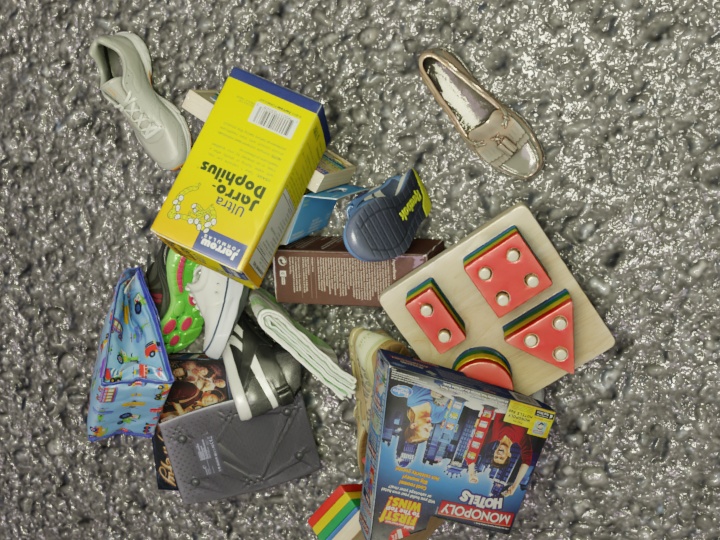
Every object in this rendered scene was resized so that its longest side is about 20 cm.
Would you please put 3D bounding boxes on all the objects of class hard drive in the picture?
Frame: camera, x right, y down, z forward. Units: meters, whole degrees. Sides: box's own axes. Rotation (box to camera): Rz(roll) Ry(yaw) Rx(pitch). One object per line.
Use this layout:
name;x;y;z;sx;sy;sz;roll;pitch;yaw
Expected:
hard drive;-0.163;0.237;1.213;0.199;0.042;0.135;-15;101;0

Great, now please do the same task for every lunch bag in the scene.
lunch bag;-0.322;0.105;1.191;0.151;0.094;0.201;120;143;-46

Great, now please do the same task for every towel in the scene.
towel;-0.075;0.079;1.088;0.031;0.200;0.149;-46;104;0

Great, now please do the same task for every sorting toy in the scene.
sorting toy;0.156;0.063;0.999;0.200;0.070;0.199;-34;101;13
sorting toy;0.048;0.287;1.117;0.200;0.199;0.070;-51;56;18

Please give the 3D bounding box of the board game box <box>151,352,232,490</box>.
board game box;-0.237;0.219;1.266;0.135;0.035;0.201;-2;101;17

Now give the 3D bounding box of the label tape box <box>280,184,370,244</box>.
label tape box;-0.100;-0.072;1.104;0.199;0.143;0.066;4;102;17

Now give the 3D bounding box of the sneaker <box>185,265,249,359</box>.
sneaker;-0.177;0.026;1.080;0.071;0.073;0.200;20;129;0

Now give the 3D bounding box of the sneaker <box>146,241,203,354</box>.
sneaker;-0.259;0.033;1.225;0.084;0.077;0.201;48;127;44

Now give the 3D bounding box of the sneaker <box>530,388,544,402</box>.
sneaker;0.150;0.088;1.093;0.113;0.075;0.201;-17;98;17

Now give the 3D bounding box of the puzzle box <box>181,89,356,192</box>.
puzzle box;-0.110;-0.165;1.094;0.200;0.133;0.025;33;109;8

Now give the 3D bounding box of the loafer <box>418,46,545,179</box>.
loafer;0.138;-0.184;1.048;0.072;0.063;0.200;-43;86;21

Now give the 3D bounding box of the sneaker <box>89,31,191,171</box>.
sneaker;-0.300;-0.220;1.164;0.076;0.092;0.200;-27;92;21

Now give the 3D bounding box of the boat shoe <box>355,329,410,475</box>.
boat shoe;0.028;0.178;1.161;0.071;0.065;0.201;2;109;-19

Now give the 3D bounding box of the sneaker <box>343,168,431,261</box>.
sneaker;0.019;-0.057;1.046;0.082;0.200;0.074;-17;104;28

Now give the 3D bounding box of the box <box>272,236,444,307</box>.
box;0.000;0.000;1.112;0.199;0.100;0.075;1;103;18

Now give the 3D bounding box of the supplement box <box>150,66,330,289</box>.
supplement box;-0.126;-0.098;0.961;0.109;0.109;0.201;24;80;7

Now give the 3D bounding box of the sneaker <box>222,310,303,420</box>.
sneaker;-0.135;0.097;1.191;0.111;0.073;0.201;-15;67;-10

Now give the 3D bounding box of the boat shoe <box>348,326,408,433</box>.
boat shoe;0.027;0.150;1.078;0.063;0.073;0.201;31;140;37

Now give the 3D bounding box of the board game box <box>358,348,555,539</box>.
board game box;0.083;0.211;0.961;0.199;0.062;0.201;18;99;-15
